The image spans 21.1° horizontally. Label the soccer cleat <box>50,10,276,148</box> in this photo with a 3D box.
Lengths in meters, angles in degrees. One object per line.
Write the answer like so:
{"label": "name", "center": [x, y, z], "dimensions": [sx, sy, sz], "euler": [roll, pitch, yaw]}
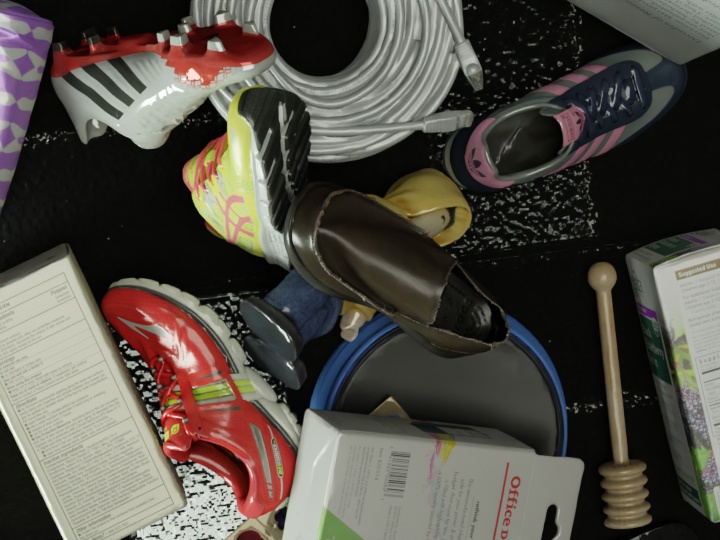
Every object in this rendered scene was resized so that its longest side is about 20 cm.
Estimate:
{"label": "soccer cleat", "center": [-0.132, -0.126, 1.328], "dimensions": [0.069, 0.199, 0.086], "euler": [-36, 119, -47]}

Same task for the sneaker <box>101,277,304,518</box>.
{"label": "sneaker", "center": [-0.117, 0.091, 1.366], "dimensions": [0.200, 0.077, 0.085], "euler": [47, 57, -2]}

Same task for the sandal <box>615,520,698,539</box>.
{"label": "sandal", "center": [0.173, 0.249, 1.476], "dimensions": [0.199, 0.045, 0.076], "euler": [-24, 100, -5]}

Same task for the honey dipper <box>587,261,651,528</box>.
{"label": "honey dipper", "center": [0.194, 0.094, 1.468], "dimensions": [0.038, 0.038, 0.202], "euler": [-7, 94, -8]}

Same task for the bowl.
{"label": "bowl", "center": [0.061, 0.121, 1.446], "dimensions": [0.198, 0.039, 0.203], "euler": [-1, 97, -9]}

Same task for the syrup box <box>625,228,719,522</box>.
{"label": "syrup box", "center": [0.266, 0.076, 1.452], "dimensions": [0.081, 0.079, 0.202], "euler": [-17, 99, -6]}

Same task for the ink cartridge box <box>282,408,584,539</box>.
{"label": "ink cartridge box", "center": [0.052, 0.170, 1.377], "dimensions": [0.198, 0.067, 0.118], "euler": [9, 96, -24]}

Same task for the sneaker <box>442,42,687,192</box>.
{"label": "sneaker", "center": [0.160, -0.109, 1.410], "dimensions": [0.199, 0.082, 0.071], "euler": [-28, 98, -8]}

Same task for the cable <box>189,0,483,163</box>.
{"label": "cable", "center": [-0.025, -0.178, 1.381], "dimensions": [0.198, 0.069, 0.202], "euler": [-15, 99, -5]}

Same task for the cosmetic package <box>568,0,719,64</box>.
{"label": "cosmetic package", "center": [0.225, -0.265, 1.330], "dimensions": [0.164, 0.200, 0.166], "euler": [28, 80, -10]}

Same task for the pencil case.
{"label": "pencil case", "center": [-0.276, -0.098, 1.341], "dimensions": [0.085, 0.084, 0.202], "euler": [12, 94, -42]}

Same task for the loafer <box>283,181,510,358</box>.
{"label": "loafer", "center": [0.033, -0.002, 1.319], "dimensions": [0.199, 0.071, 0.074], "euler": [30, 73, -36]}

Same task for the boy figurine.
{"label": "boy figurine", "center": [0.000, 0.000, 1.389], "dimensions": [0.064, 0.125, 0.200], "euler": [34, 56, 28]}

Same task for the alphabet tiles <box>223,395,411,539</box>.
{"label": "alphabet tiles", "center": [0.021, 0.221, 1.429], "dimensions": [0.167, 0.008, 0.200], "euler": [-40, 102, -2]}

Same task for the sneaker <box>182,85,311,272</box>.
{"label": "sneaker", "center": [-0.084, -0.064, 1.333], "dimensions": [0.089, 0.201, 0.079], "euler": [17, 63, 10]}

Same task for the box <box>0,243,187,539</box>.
{"label": "box", "center": [-0.206, 0.091, 1.379], "dimensions": [0.094, 0.078, 0.202], "euler": [-24, 100, -5]}
